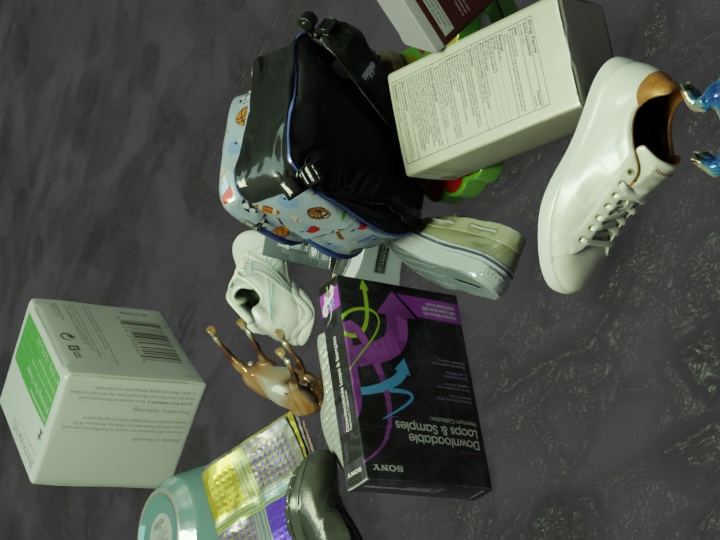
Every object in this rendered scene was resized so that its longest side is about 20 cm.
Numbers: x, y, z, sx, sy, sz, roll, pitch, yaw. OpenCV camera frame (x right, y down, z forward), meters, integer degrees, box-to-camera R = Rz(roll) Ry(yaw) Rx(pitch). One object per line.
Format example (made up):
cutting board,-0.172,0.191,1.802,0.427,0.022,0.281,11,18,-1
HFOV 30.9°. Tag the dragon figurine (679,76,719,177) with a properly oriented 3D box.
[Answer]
dragon figurine,0.290,-0.111,0.936,0.099,0.059,0.200,-32,54,50

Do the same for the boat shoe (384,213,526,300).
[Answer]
boat shoe,0.090,-0.021,1.235,0.062,0.072,0.200,-52,31,-9

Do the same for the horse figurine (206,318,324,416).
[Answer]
horse figurine,-0.086,0.114,1.439,0.200,0.133,0.050,10,50,46

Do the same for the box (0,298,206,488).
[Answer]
box,-0.345,0.163,1.729,0.199,0.200,0.171,48,123,50

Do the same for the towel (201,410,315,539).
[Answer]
towel,-0.100,0.267,1.426,0.144,0.023,0.200,-31,52,15

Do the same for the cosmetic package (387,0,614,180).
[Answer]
cosmetic package,0.125,-0.157,1.151,0.200,0.071,0.105,-17,78,43

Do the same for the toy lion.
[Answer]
toy lion,0.095,-0.173,1.267,0.200,0.069,0.192,-53,48,36

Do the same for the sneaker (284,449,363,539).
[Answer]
sneaker,-0.025,0.280,1.315,0.091,0.076,0.200,-8,76,26

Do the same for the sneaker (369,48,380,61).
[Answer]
sneaker,-0.054,-0.173,1.351,0.200,0.098,0.071,141,127,-62

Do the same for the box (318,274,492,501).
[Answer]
box,0.041,0.107,1.191,0.036,0.143,0.200,-38,52,46

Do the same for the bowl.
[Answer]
bowl,-0.193,0.317,1.538,0.201,0.105,0.201,-20,65,53

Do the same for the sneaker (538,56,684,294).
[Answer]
sneaker,0.204,-0.066,1.048,0.085,0.073,0.200,32,113,48

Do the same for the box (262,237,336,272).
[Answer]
box,-0.039,-0.102,1.458,0.158,0.051,0.200,11,91,56

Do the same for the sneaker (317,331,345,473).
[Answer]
sneaker,0.017,0.124,1.305,0.075,0.105,0.200,48,152,41

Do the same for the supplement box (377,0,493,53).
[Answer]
supplement box,0.097,-0.301,1.159,0.200,0.109,0.061,-43,33,-9

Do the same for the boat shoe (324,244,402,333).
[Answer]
boat shoe,0.000,0.000,1.358,0.066,0.070,0.200,20,98,65

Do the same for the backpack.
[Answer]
backpack,-0.031,-0.101,1.219,0.154,0.190,0.200,-21,50,42

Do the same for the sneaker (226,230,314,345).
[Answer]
sneaker,-0.120,0.010,1.531,0.070,0.080,0.200,-66,34,25
